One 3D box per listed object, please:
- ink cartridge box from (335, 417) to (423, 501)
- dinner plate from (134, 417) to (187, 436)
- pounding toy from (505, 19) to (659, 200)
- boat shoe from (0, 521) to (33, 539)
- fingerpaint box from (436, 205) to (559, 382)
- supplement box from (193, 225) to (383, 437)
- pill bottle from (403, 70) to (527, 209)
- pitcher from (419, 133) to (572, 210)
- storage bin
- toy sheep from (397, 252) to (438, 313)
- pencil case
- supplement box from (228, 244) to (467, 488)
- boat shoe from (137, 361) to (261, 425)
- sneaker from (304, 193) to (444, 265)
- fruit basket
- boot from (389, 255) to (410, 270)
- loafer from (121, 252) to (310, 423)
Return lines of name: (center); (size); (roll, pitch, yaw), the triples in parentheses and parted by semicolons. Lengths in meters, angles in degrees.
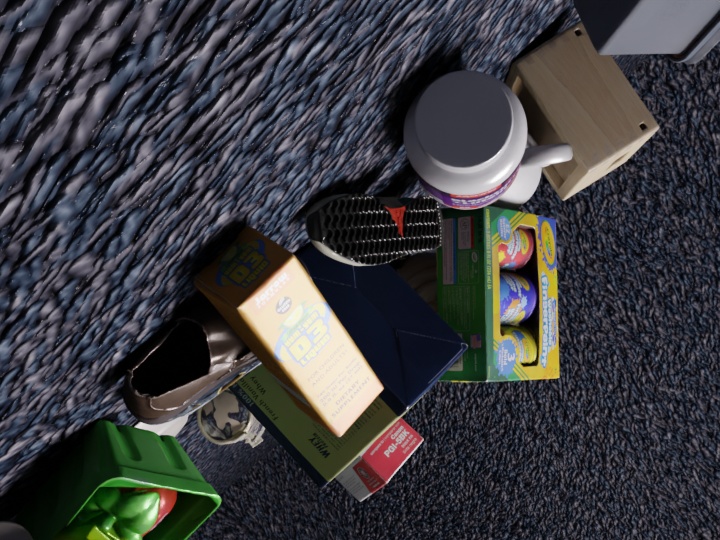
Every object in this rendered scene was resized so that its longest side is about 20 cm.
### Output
ink cartridge box: (-0.031, 0.199, 1.248); (0.083, 0.200, 0.147); (-44, 174, -26)
dinner plate: (-0.266, 0.215, 1.131); (0.200, 0.024, 0.200); (-43, 173, -7)
pounding toy: (0.270, -0.210, 1.171); (0.142, 0.184, 0.200); (-32, 172, -3)
boat shoe: (-0.375, 0.294, 0.814); (0.200, 0.075, 0.093); (-39, -175, -24)
fingerpaint box: (0.167, 0.031, 1.115); (0.073, 0.201, 0.167); (-4, 173, 40)
supplement box: (-0.055, 0.056, 0.786); (0.067, 0.069, 0.200); (-46, 134, -14)
pill bottle: (0.098, -0.121, 0.870); (0.111, 0.111, 0.200); (-45, 173, 4)
pitcher: (0.174, -0.127, 1.118); (0.171, 0.122, 0.200); (-2, -176, 19)
storage bin: (0.324, -0.321, 0.995); (0.134, 0.146, 0.200); (-11, 160, -23)
toy sheep: (0.097, 0.040, 1.209); (0.138, 0.138, 0.200); (-45, -157, 7)
pencil case: (-0.177, 0.206, 1.326); (0.078, 0.089, 0.200); (-43, 172, -5)
supplement box: (-0.030, 0.097, 1.055); (0.134, 0.200, 0.200); (-36, 169, -47)
boat shoe: (-0.126, 0.073, 0.880); (0.200, 0.071, 0.091); (-43, 178, 8)
sneaker: (-0.002, -0.039, 0.941); (0.093, 0.071, 0.199); (-7, -179, 39)
fruit basket: (-0.238, 0.268, 0.867); (0.155, 0.216, 0.216); (24, 117, -42)
boot: (0.001, 0.001, 1.162); (0.154, 0.073, 0.204); (-49, 178, -8)
loafer: (-0.121, 0.058, 0.811); (0.200, 0.073, 0.071); (-44, 173, -11)
